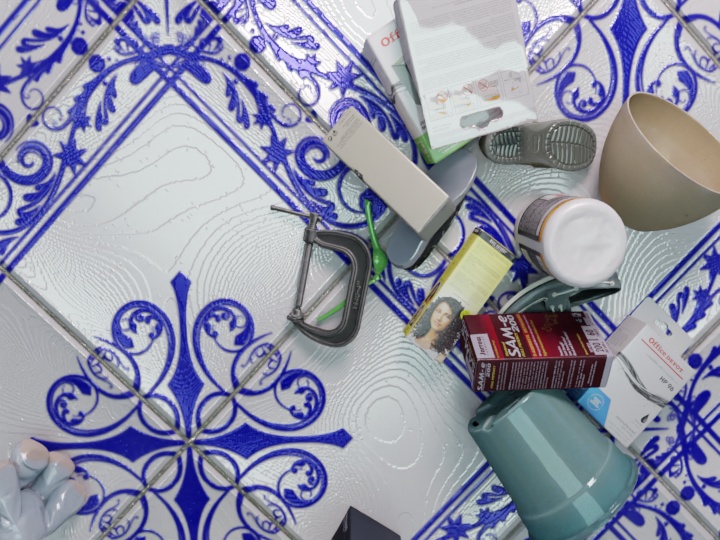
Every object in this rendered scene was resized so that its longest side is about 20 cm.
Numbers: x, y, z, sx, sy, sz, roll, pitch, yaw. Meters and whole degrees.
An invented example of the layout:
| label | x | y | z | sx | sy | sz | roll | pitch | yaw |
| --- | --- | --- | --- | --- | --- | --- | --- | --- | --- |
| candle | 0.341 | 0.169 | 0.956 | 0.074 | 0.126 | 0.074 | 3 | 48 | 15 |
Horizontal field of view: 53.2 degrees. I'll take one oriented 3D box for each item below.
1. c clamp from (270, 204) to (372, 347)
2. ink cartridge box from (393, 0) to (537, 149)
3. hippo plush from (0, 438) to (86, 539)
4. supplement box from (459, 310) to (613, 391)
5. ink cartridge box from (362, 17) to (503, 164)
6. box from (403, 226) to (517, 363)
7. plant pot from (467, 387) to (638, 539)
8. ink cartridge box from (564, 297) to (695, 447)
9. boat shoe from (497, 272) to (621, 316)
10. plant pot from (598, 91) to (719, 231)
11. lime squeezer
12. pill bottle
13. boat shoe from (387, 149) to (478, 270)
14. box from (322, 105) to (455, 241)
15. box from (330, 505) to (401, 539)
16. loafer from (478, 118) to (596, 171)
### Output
| label | x | y | z | sx | sy | sz | roll | pitch | yaw |
| --- | --- | --- | --- | --- | --- | --- | --- | --- | --- |
| c clamp | -0.065 | 0.011 | 1.098 | 0.166 | 0.027 | 0.206 | 7 | 97 | 12 |
| ink cartridge box | 0.143 | -0.285 | 0.976 | 0.157 | 0.050 | 0.205 | -15 | 101 | -2 |
| hippo plush | -0.529 | 0.370 | 1.103 | 0.158 | 0.158 | 0.205 | -19 | 83 | 31 |
| supplement box | 0.250 | 0.116 | 1.044 | 0.194 | 0.110 | 0.062 | -2 | 123 | -4 |
| ink cartridge box | 0.112 | -0.280 | 1.039 | 0.144 | 0.084 | 0.203 | -32 | 98 | 2 |
| box | 0.151 | 0.038 | 1.105 | 0.074 | 0.050 | 0.202 | 33 | 95 | -6 |
| plant pot | 0.274 | 0.270 | 1.082 | 0.199 | 0.200 | 0.197 | -39 | 89 | 4 |
| ink cartridge box | 0.433 | 0.157 | 1.123 | 0.116 | 0.068 | 0.201 | 40 | 95 | -7 |
| boat shoe | 0.303 | 0.043 | 1.093 | 0.196 | 0.073 | 0.063 | -26 | 67 | -3 |
| plant pot | 0.424 | -0.136 | 1.037 | 0.197 | 0.202 | 0.135 | 28 | 132 | -6 |
| lime squeezer | 0.000 | 0.000 | 1.100 | 0.069 | 0.038 | 0.204 | 21 | 99 | -8 |
| pill bottle | 0.288 | -0.049 | 1.021 | 0.113 | 0.200 | 0.120 | 0 | 99 | -2 |
| boat shoe | 0.115 | -0.085 | 1.080 | 0.069 | 0.066 | 0.203 | 31 | 91 | 29 |
| box | 0.041 | -0.137 | 1.026 | 0.069 | 0.082 | 0.200 | -46 | 73 | 6 |
| box | -0.018 | 0.501 | 1.090 | 0.103 | 0.200 | 0.185 | 29 | 97 | -5 |
| loafer | 0.261 | -0.191 | 1.067 | 0.195 | 0.070 | 0.077 | 2 | 103 | -20 |
